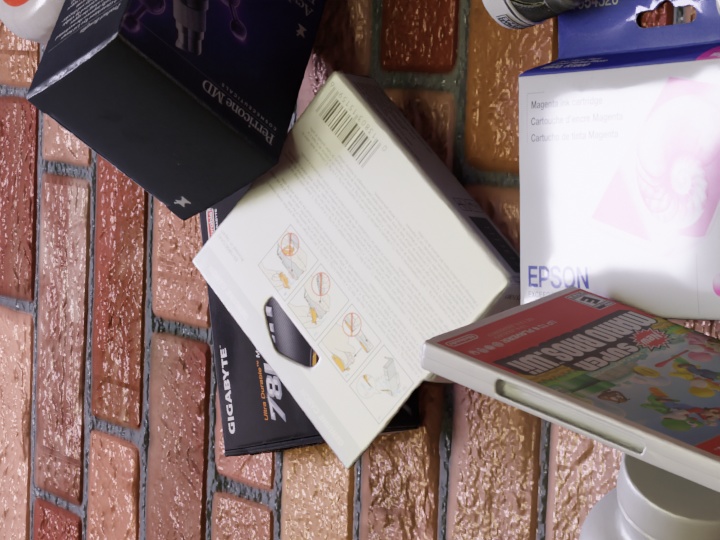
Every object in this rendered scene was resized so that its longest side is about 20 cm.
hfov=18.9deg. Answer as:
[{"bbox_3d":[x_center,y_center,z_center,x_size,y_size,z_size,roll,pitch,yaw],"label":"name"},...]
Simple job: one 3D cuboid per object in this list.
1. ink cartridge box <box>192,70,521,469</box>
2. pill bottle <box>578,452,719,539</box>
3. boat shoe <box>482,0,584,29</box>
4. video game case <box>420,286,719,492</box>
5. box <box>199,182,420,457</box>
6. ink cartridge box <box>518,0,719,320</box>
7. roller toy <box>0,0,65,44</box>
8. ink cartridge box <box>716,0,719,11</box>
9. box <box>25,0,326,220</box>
[{"bbox_3d":[0.000,0.000,1.420,0.174,0.043,0.200,-51,61,23],"label":"ink cartridge box"},{"bbox_3d":[0.167,0.182,1.162,0.112,0.111,0.201,47,144,42],"label":"pill bottle"},{"bbox_3d":[0.099,-0.250,1.309,0.068,0.073,0.201,-13,77,46],"label":"boat shoe"},{"bbox_3d":[0.151,0.059,1.151,0.199,0.142,0.018,21,115,36],"label":"video game case"},{"bbox_3d":[-0.040,0.024,1.539,0.198,0.049,0.202,-13,80,53],"label":"box"},{"bbox_3d":[0.165,-0.073,1.252,0.196,0.043,0.202,0,93,55],"label":"ink cartridge box"},{"bbox_3d":[-0.191,-0.258,1.658,0.182,0.139,0.202,-34,55,48],"label":"roller toy"},{"bbox_3d":[0.232,-0.196,1.122,0.116,0.067,0.202,-35,67,47],"label":"ink cartridge box"},{"bbox_3d":[-0.118,-0.163,1.473,0.104,0.148,0.201,-27,37,40],"label":"box"}]
